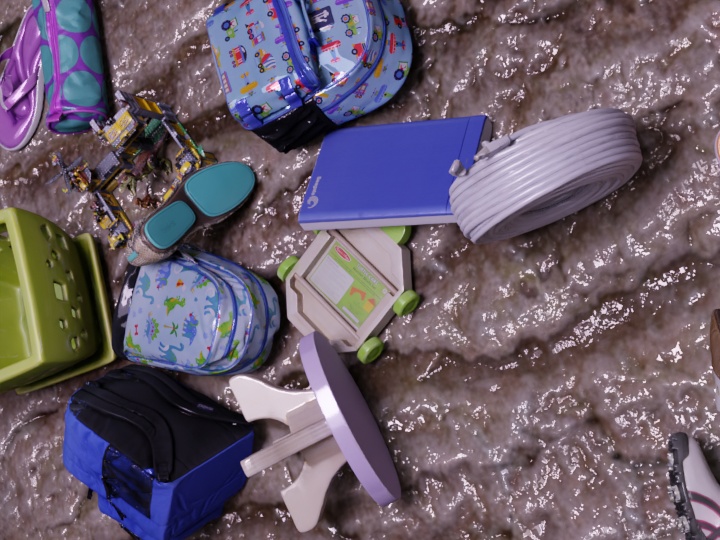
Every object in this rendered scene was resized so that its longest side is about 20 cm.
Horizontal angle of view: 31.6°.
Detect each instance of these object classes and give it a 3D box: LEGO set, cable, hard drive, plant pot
[{"bbox_3d":[-0.288,-0.122,1.558,0.200,0.116,0.154,-36,71,22],"label":"LEGO set"},{"bbox_3d":[0.183,-0.092,1.254,0.199,0.200,0.070,-22,79,-2],"label":"cable"},{"bbox_3d":[0.037,-0.107,1.399,0.199,0.025,0.132,-2,55,29],"label":"hard drive"},{"bbox_3d":[-0.423,0.051,1.584,0.199,0.181,0.200,-20,76,26],"label":"plant pot"}]

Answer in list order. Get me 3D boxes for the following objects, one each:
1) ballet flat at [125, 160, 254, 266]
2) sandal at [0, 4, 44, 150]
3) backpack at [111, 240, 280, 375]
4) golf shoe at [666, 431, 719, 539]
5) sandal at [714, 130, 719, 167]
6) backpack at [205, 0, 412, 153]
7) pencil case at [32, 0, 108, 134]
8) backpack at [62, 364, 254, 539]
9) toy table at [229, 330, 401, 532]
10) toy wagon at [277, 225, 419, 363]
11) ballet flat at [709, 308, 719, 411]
[{"bbox_3d":[-0.206,-0.065,1.487,0.068,0.200,0.075,52,136,-5],"label":"ballet flat"},{"bbox_3d":[-0.460,-0.263,1.703,0.082,0.050,0.204,18,95,29],"label":"sandal"},{"bbox_3d":[-0.191,0.052,1.491,0.199,0.154,0.164,17,89,18],"label":"backpack"},{"bbox_3d":[0.350,0.246,1.218,0.088,0.077,0.201,-18,79,6],"label":"golf shoe"},{"bbox_3d":[0.397,-0.057,1.211,0.079,0.059,0.207,-38,70,21],"label":"sandal"},{"bbox_3d":[-0.050,-0.250,1.425,0.199,0.134,0.183,-22,68,22],"label":"backpack"},{"bbox_3d":[-0.376,-0.280,1.634,0.085,0.092,0.201,-14,81,23],"label":"pencil case"},{"bbox_3d":[-0.254,0.218,1.489,0.200,0.162,0.168,31,121,25],"label":"backpack"},{"bbox_3d":[-0.053,0.180,1.383,0.117,0.184,0.201,-27,75,10],"label":"toy table"},{"bbox_3d":[0.000,0.000,1.437,0.155,0.040,0.200,44,106,24],"label":"toy wagon"},{"bbox_3d":[0.385,0.130,1.210,0.200,0.068,0.072,52,129,18],"label":"ballet flat"}]
